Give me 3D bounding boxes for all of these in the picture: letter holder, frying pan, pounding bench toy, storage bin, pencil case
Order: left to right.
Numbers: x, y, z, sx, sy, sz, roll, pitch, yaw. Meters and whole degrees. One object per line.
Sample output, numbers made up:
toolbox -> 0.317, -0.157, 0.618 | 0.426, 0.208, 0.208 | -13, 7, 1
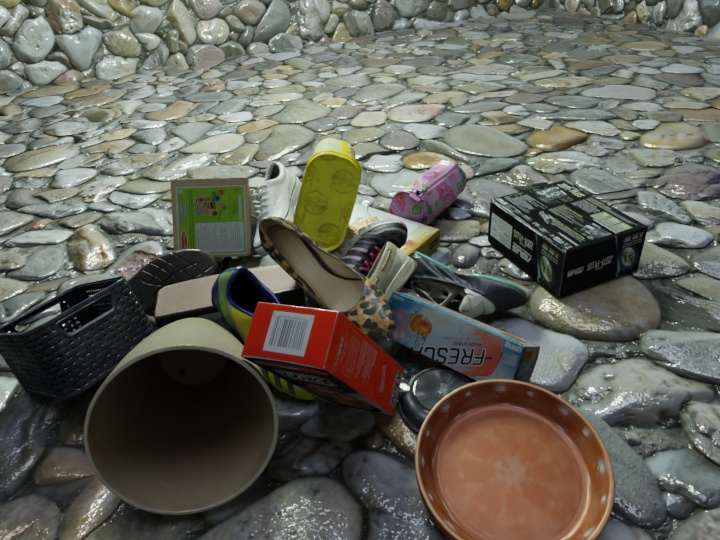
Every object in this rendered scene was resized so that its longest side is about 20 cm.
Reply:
storage bin -> -0.376, 0.086, 0.728 | 0.199, 0.095, 0.135 | -8, 23, 45
pounding bench toy -> -0.239, -0.049, 0.966 | 0.122, 0.203, 0.156 | -3, 1, -2
letter holder -> -0.184, 0.051, 0.818 | 0.197, 0.102, 0.143 | -11, 32, -9
frying pan -> 0.073, 0.148, 0.707 | 0.188, 0.031, 0.115 | 21, 39, 29
pencil case -> 0.135, -0.150, 1.091 | 0.087, 0.088, 0.200 | 17, 35, 29

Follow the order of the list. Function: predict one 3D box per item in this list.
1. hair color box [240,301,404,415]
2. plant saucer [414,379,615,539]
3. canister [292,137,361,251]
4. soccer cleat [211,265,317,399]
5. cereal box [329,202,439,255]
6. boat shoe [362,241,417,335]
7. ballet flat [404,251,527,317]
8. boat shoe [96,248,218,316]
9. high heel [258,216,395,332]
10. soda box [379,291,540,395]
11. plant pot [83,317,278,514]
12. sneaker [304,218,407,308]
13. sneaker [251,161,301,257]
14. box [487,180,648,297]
hair color box -> -0.032, 0.103, 0.617 | 0.100, 0.200, 0.062 | 4, 67, 27
plant saucer -> 0.155, 0.205, 0.579 | 0.197, 0.033, 0.202 | -4, 44, 4
canister -> -0.054, -0.135, 0.922 | 0.085, 0.150, 0.200 | 14, 20, -7
soccer cleat -> -0.109, 0.081, 0.696 | 0.065, 0.201, 0.084 | -43, 6, -40
cereal box -> 0.023, -0.055, 1.005 | 0.198, 0.040, 0.144 | 21, 44, 33
boat shoe -> 0.005, 0.041, 0.793 | 0.065, 0.072, 0.200 | 41, 63, -4
ballet flat -> 0.147, 0.034, 0.843 | 0.198, 0.074, 0.073 | 21, 40, 24
boat shoe -> -0.313, 0.021, 0.867 | 0.198, 0.075, 0.073 | -24, 6, 0
high heel -> -0.047, 0.006, 0.701 | 0.199, 0.143, 0.072 | 35, 83, 35
soda box -> 0.126, 0.091, 0.729 | 0.199, 0.064, 0.068 | 22, 6, 35
plant pot -> -0.197, 0.133, 0.644 | 0.185, 0.190, 0.200 | -12, 19, -11
sneaker -> 0.000, 0.000, 0.870 | 0.199, 0.074, 0.088 | -33, 51, -2
sneaker -> -0.150, -0.104, 0.914 | 0.073, 0.071, 0.201 | -31, 32, 27
box -> 0.336, -0.061, 0.934 | 0.162, 0.087, 0.200 | -16, 35, -17
